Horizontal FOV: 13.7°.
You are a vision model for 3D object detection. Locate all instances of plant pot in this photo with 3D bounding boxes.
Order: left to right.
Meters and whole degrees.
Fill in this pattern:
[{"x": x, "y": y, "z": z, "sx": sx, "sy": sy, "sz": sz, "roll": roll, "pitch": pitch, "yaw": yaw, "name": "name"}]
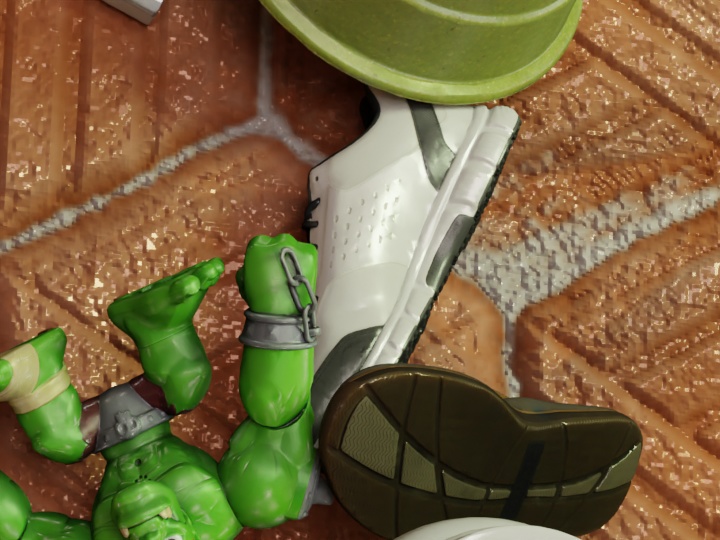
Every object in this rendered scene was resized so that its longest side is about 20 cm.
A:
[{"x": 0.057, "y": -0.208, "z": 1.325, "sx": 0.199, "sy": 0.190, "sz": 0.201, "roll": 14, "pitch": 56, "yaw": -21, "name": "plant pot"}]

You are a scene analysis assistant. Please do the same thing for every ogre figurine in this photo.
[{"x": -0.095, "y": 0.073, "z": 1.281, "sx": 0.199, "sy": 0.098, "sz": 0.121, "roll": -26, "pitch": 95, "yaw": -14, "name": "ogre figurine"}]

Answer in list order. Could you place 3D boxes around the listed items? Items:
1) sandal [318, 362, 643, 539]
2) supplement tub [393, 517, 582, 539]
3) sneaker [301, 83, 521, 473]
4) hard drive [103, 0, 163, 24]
[{"x": 0.048, "y": 0.075, "z": 1.325, "sx": 0.199, "sy": 0.055, "sz": 0.082, "roll": 5, "pitch": 112, "yaw": -46, "name": "sandal"}, {"x": 0.036, "y": 0.181, "z": 1.242, "sx": 0.144, "sy": 0.200, "sz": 0.146, "roll": 4, "pitch": 75, "yaw": -16, "name": "supplement tub"}, {"x": 0.000, "y": 0.000, "z": 1.355, "sx": 0.080, "sy": 0.074, "sz": 0.201, "roll": 25, "pitch": 64, "yaw": 1, "name": "sneaker"}, {"x": -0.156, "y": -0.217, "z": 1.376, "sx": 0.199, "sy": 0.026, "sz": 0.132, "roll": 28, "pitch": 70, "yaw": -9, "name": "hard drive"}]
